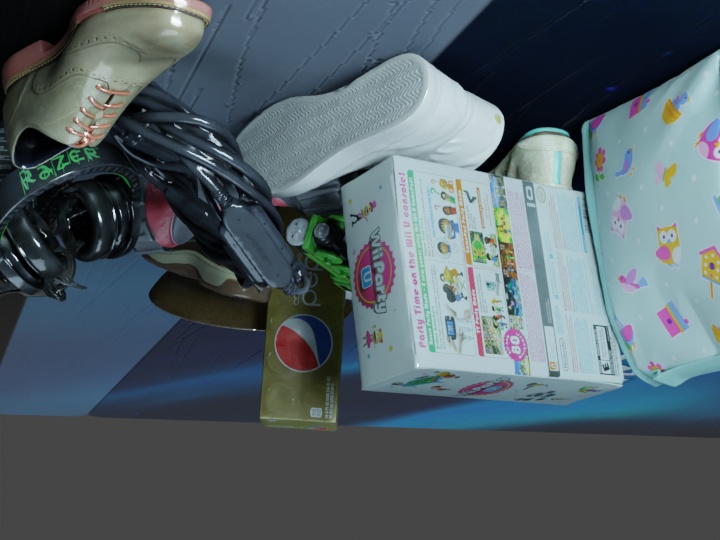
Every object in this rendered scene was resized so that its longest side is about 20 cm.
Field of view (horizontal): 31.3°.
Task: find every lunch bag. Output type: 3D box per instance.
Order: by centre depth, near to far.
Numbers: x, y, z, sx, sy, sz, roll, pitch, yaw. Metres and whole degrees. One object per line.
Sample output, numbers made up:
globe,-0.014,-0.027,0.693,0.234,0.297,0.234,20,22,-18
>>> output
lunch bag,0.245,-0.028,0.887,0.121,0.202,0.170,6,164,-25

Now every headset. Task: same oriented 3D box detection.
headset,-0.237,-0.038,0.990,0.123,0.094,0.200,-25,158,-25

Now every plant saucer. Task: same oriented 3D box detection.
plant saucer,-0.105,0.013,1.248,0.198,0.036,0.200,5,-166,-1

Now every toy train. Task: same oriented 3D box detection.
toy train,0.000,0.000,1.063,0.056,0.042,0.200,12,166,30

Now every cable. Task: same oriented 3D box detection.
cable,-0.115,-0.066,0.909,0.200,0.051,0.163,53,167,-33

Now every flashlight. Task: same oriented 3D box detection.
flashlight,-0.098,-0.056,1.038,0.198,0.069,0.068,-6,178,19

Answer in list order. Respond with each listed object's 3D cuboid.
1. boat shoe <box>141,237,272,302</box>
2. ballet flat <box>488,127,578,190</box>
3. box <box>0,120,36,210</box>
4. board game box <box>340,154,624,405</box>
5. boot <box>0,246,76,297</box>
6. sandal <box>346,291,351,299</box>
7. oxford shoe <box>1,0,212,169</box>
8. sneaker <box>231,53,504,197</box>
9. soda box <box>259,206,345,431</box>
boat shoe,-0.130,-0.028,1.141,0.074,0.076,0.202,11,-175,-39
ballet flat,0.127,-0.057,1.053,0.067,0.063,0.200,1,166,-6
box,-0.353,-0.075,0.999,0.198,0.044,0.160,3,166,-13
board game box,0.088,0.012,0.905,0.199,0.149,0.064,9,157,-38
boot,-0.379,-0.023,1.193,0.198,0.070,0.174,-10,158,19
sandal,-0.016,-0.014,1.202,0.205,0.080,0.059,9,165,0
oxford shoe,-0.156,-0.112,0.790,0.070,0.076,0.199,12,160,-37
sneaker,0.006,-0.084,0.919,0.199,0.074,0.115,-14,157,40
soda box,-0.047,0.035,1.123,0.067,0.202,0.064,3,166,0
